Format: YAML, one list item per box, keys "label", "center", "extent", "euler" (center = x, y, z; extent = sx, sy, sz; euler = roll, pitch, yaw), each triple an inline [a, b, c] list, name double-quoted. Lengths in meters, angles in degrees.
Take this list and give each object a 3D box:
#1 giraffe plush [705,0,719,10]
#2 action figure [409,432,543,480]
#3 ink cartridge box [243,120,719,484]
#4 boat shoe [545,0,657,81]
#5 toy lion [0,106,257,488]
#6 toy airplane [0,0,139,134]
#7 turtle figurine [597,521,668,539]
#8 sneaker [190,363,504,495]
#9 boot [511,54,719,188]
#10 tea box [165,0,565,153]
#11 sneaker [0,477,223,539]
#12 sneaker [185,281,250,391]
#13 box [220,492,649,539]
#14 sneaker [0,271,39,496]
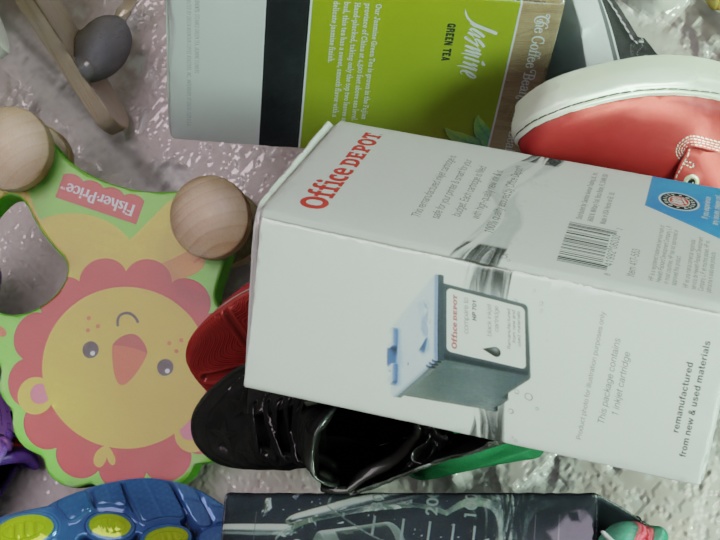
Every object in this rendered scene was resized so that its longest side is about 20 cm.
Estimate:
- label: "giraffe plush"
  center: [0.224, -0.209, 0.895]
  extent: [0.199, 0.172, 0.163]
  euler: [32, 109, 17]
- label: "action figure"
  center: [0.070, 0.059, 0.905]
  extent: [0.199, 0.055, 0.119]
  euler: [-27, 106, 27]
- label: "ink cartridge box"
  center: [0.063, 0.006, 0.762]
  extent: [0.198, 0.147, 0.087]
  euler: [10, 113, 10]
- label: "boat shoe"
  center: [0.148, -0.083, 0.926]
  extent: [0.066, 0.070, 0.201]
  euler: [-9, 65, -19]
- label: "toy lion"
  center: [-0.151, 0.026, 0.997]
  extent: [0.199, 0.069, 0.193]
  euler: [19, 85, 6]
- label: "toy airplane"
  center: [-0.208, -0.200, 1.039]
  extent: [0.141, 0.200, 0.200]
  euler: [-31, 61, -7]
- label: "turtle figurine"
  center: [0.172, 0.156, 0.768]
  extent: [0.101, 0.200, 0.150]
  euler: [-40, 14, 42]
- label: "sneaker"
  center: [-0.013, 0.074, 0.853]
  extent: [0.198, 0.104, 0.061]
  euler: [-11, 98, 23]
- label: "boot"
  center: [0.170, -0.023, 0.842]
  extent: [0.198, 0.072, 0.146]
  euler: [3, 73, -23]
- label: "tea box"
  center: [0.001, -0.180, 0.918]
  extent: [0.195, 0.134, 0.201]
  euler: [3, 57, -4]
- label: "sneaker"
  center: [-0.156, 0.167, 0.970]
  extent: [0.198, 0.083, 0.071]
  euler: [-10, 63, 3]
- label: "sneaker"
  center: [0.000, 0.000, 0.953]
  extent: [0.199, 0.079, 0.116]
  euler: [-24, 21, 19]
- label: "box"
  center: [0.036, 0.215, 0.847]
  extent: [0.195, 0.124, 0.202]
  euler: [-4, 72, 24]
- label: "sneaker"
  center: [-0.231, 0.088, 1.037]
  extent: [0.083, 0.081, 0.202]
  euler: [2, 81, 5]
